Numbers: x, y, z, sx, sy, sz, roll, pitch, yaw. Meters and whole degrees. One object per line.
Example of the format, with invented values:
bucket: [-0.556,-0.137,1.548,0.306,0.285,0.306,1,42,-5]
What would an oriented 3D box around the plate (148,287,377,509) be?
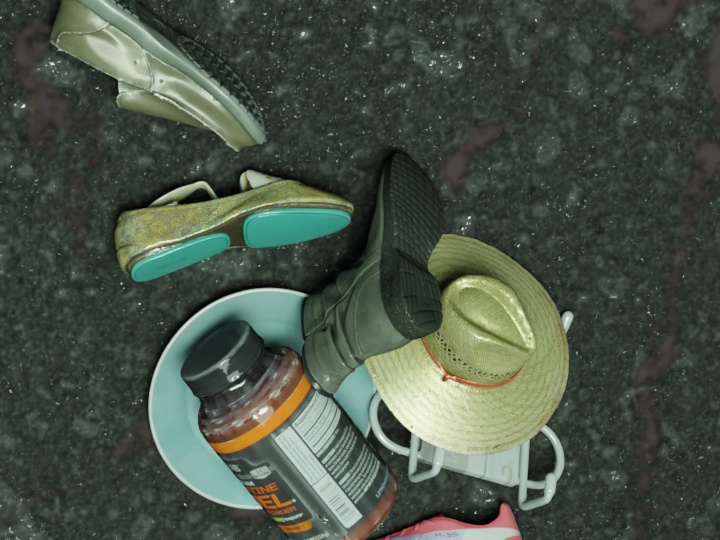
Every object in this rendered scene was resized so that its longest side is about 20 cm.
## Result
plate: [-0.084,0.109,1.451,0.199,0.026,0.201,-3,106,-12]

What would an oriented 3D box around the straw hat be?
straw hat: [0.099,0.049,1.397,0.200,0.085,0.202,6,70,-17]

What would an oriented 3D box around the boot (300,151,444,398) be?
boot: [0.000,0.000,1.387,0.130,0.201,0.068,-31,128,31]

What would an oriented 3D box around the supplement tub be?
supplement tub: [-0.063,0.137,1.395,0.107,0.107,0.200,-38,110,-1]

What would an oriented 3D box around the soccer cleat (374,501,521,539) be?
soccer cleat: [0.048,0.256,1.512,0.199,0.067,0.077,-6,76,-6]

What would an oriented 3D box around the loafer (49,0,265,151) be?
loafer: [-0.163,-0.156,1.340,0.200,0.075,0.070,37,106,-15]

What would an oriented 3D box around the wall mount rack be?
wall mount rack: [0.112,0.112,1.472,0.199,0.075,0.175,17,65,-23]

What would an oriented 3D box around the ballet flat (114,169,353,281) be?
ballet flat: [-0.107,-0.047,1.385,0.199,0.071,0.071,-15,108,-9]
